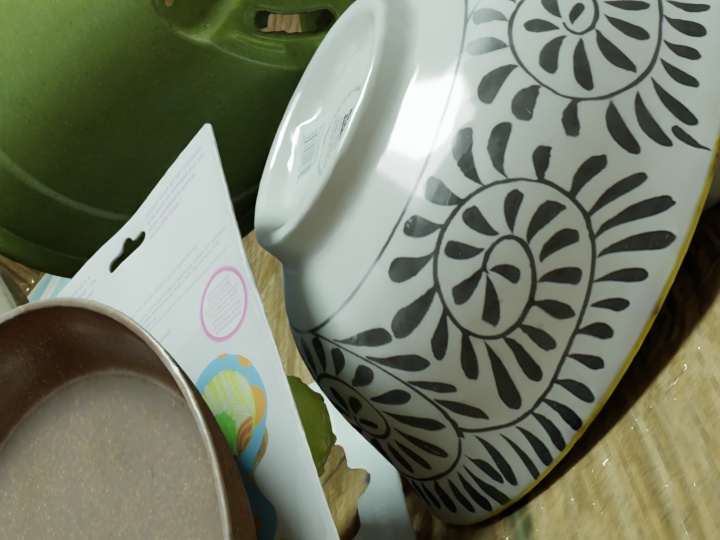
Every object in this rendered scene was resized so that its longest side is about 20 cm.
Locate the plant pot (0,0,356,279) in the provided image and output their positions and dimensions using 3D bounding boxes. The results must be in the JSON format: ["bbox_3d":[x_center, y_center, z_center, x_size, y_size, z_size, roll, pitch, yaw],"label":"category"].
[{"bbox_3d":[-0.068,-0.110,0.881,0.201,0.200,0.190,-58,15,-22],"label":"plant pot"}]

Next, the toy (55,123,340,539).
[{"bbox_3d":[-0.039,0.070,0.740,0.115,0.047,0.201,-44,48,37],"label":"toy"}]

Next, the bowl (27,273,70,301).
[{"bbox_3d":[-0.167,0.071,1.395,0.201,0.105,0.201,-53,10,13],"label":"bowl"}]

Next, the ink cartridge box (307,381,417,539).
[{"bbox_3d":[-0.063,0.130,0.824,0.199,0.047,0.160,-31,27,7],"label":"ink cartridge box"}]

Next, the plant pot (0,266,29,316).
[{"bbox_3d":[-0.197,0.052,0.888,0.201,0.200,0.183,-53,-2,4],"label":"plant pot"}]

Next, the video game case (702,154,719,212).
[{"bbox_3d":[0.112,-0.078,0.836,0.201,0.024,0.182,-59,11,-26],"label":"video game case"}]

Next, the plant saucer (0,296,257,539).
[{"bbox_3d":[-0.091,0.110,0.723,0.200,0.034,0.202,-16,69,46],"label":"plant saucer"}]

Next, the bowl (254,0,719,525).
[{"bbox_3d":[0.026,-0.030,0.760,0.201,0.094,0.201,-56,19,30],"label":"bowl"}]
